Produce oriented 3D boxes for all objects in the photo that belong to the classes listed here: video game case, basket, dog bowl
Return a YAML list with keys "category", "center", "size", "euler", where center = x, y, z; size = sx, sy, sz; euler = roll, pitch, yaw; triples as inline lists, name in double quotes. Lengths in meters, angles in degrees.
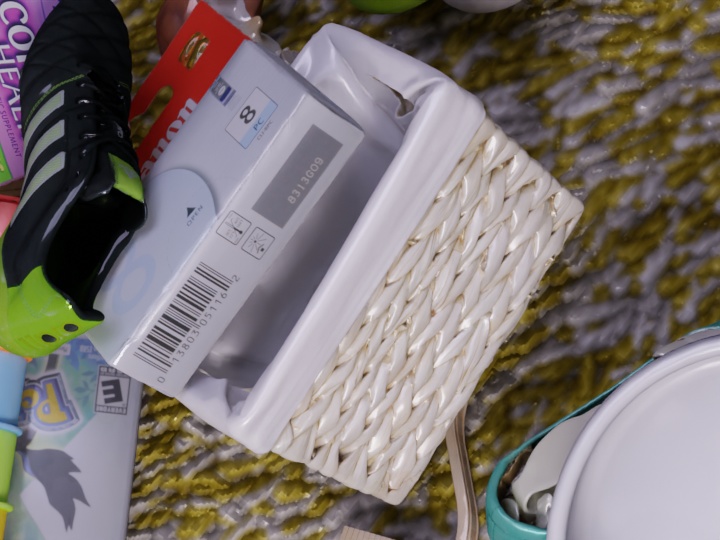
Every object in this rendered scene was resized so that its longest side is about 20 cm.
- category: "video game case"
  center: [-0.221, 0.114, 1.225]
  size: [0.199, 0.022, 0.183]
  euler: [6, 81, -3]
- category: "basket"
  center: [0.000, 0.000, 1.154]
  size: [0.200, 0.123, 0.135]
  euler: [-59, 36, 0]
- category: "dog bowl"
  center: [0.185, 0.127, 1.056]
  size: [0.199, 0.079, 0.201]
  euler: [0, 90, 8]

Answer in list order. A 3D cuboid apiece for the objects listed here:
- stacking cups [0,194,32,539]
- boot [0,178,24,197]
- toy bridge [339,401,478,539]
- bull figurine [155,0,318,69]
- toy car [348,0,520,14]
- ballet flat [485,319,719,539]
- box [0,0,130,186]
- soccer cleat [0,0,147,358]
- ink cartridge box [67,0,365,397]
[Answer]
- category: "stacking cups"
  center: [-0.194, 0.061, 1.193]
  size: [0.060, 0.060, 0.201]
  euler: [6, 80, 22]
- category: "boot"
  center: [-0.219, 0.037, 1.284]
  size: [0.199, 0.073, 0.156]
  euler: [-14, 71, 6]
- category: "toy bridge"
  center: [0.021, 0.148, 1.176]
  size: [0.067, 0.027, 0.201]
  euler: [13, 74, 23]
- category: "bull figurine"
  center: [-0.058, -0.097, 1.258]
  size: [0.200, 0.065, 0.122]
  euler: [59, 135, 33]
- category: "toy car"
  center: [0.033, -0.238, 1.227]
  size: [0.175, 0.150, 0.200]
  euler: [22, 78, 51]
- category: "ballet flat"
  center: [0.144, 0.076, 1.134]
  size: [0.200, 0.070, 0.067]
  euler: [-36, 62, 4]
- category: "box"
  center: [-0.253, -0.080, 1.231]
  size: [0.200, 0.176, 0.097]
  euler: [-25, 102, -24]
- category: "soccer cleat"
  center: [-0.133, -0.051, 1.125]
  size: [0.081, 0.067, 0.201]
  euler: [-14, 56, 39]
- category: "ink cartridge box"
  center: [-0.099, -0.050, 1.162]
  size: [0.160, 0.047, 0.200]
  euler: [-54, 37, 6]
